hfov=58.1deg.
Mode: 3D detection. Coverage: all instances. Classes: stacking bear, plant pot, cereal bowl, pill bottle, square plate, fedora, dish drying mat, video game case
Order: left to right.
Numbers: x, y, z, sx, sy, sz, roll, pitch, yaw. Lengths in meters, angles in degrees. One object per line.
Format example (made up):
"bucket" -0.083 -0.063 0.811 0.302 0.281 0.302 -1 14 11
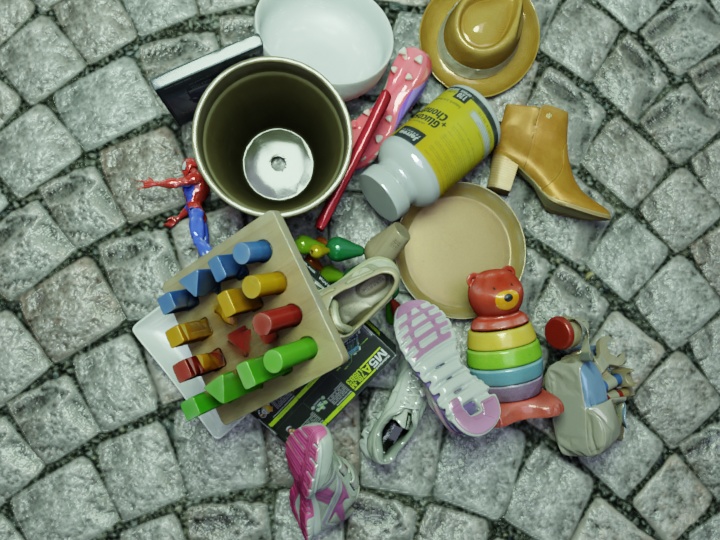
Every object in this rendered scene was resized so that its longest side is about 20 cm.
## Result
"video game case" -0.195 -0.249 0.867 0.141 0.200 0.019 -26 93 -7
"square plate" -0.185 0.097 0.922 0.199 0.028 0.199 -38 89 -7
"plant pot" -0.116 -0.160 0.877 0.197 0.174 0.203 0 87 -6
"cereal bowl" -0.056 -0.318 0.931 0.197 0.084 0.203 5 62 -10
"dish drying mat" -0.012 -0.146 0.882 0.018 0.077 0.202 27 89 -5
"pill bottle" 0.096 -0.163 0.917 0.200 0.112 0.112 -41 89 -16
"plant pot" 0.146 -0.029 0.964 0.197 0.027 0.203 1 84 -5
"fedora" 0.186 -0.364 0.970 0.197 0.082 0.204 1 85 -6
"stacking bear" 0.197 0.097 0.901 0.120 0.114 0.203 -10 94 -5

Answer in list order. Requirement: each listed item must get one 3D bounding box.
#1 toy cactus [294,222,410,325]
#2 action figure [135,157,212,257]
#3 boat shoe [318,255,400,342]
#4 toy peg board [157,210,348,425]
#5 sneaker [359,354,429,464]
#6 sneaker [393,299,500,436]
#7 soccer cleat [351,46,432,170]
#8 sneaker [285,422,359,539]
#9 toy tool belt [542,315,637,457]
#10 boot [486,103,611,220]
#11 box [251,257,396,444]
"toy cactus" 0.000 0.000 0.895 0.200 0.102 0.165 42 118 -7
"action figure" -0.252 -0.063 0.905 0.097 0.065 0.203 -9 72 -1
"boat shoe" -0.034 0.057 0.797 0.199 0.065 0.072 -36 99 6
"toy peg board" -0.151 0.064 0.764 0.199 0.098 0.201 -30 82 23
"sneaker" 0.069 0.183 0.911 0.074 0.081 0.202 27 81 0
"sneaker" 0.103 0.136 0.865 0.080 0.089 0.202 -24 69 -17
"soccer cleat" 0.043 -0.232 0.959 0.066 0.076 0.202 34 99 24
"sneaker" -0.046 0.272 0.867 0.087 0.202 0.082 -15 42 -23
"toy tool belt" 0.328 0.158 0.931 0.122 0.124 0.203 -8 88 -37
"boot" 0.294 -0.165 0.966 0.199 0.071 0.146 18 86 2
"box" -0.086 0.112 0.866 0.193 0.048 0.200 41 100 -10
